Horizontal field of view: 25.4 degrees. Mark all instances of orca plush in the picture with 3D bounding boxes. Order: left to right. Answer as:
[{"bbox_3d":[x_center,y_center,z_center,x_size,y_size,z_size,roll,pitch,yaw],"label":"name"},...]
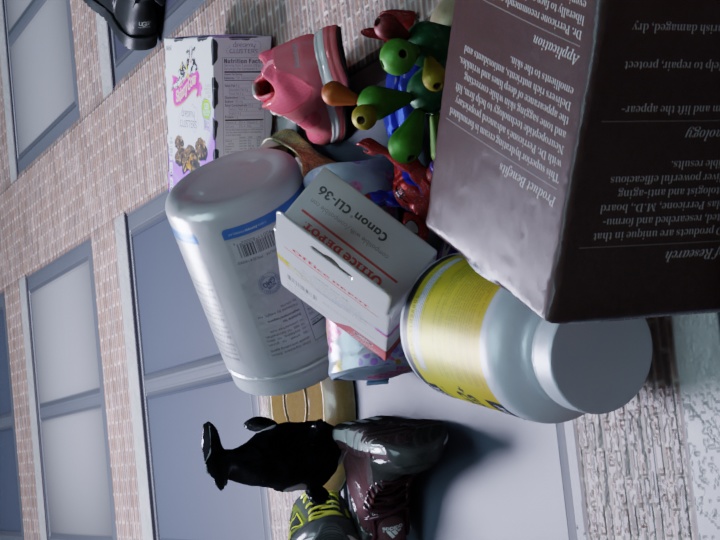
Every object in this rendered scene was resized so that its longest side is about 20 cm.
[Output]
[{"bbox_3d":[-0.066,0.152,1.463,0.071,0.200,0.105,-49,52,19],"label":"orca plush"}]

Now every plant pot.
[{"bbox_3d":[-0.057,0.133,1.633,0.200,0.027,0.201,176,90,-66],"label":"plant pot"}]

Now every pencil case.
[{"bbox_3d":[0.000,0.000,1.421,0.091,0.083,0.201,132,131,-74],"label":"pencil case"}]

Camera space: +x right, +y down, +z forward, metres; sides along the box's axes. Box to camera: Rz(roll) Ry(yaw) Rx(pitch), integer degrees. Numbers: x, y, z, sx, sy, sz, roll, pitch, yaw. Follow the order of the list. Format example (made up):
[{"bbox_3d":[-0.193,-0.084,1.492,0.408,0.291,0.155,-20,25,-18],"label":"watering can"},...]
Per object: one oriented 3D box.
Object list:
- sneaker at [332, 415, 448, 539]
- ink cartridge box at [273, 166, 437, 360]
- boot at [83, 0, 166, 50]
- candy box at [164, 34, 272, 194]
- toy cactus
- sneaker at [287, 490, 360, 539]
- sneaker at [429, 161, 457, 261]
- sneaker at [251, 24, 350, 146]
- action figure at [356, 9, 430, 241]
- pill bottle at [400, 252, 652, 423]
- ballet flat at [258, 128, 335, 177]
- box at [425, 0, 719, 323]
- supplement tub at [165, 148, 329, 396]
[{"bbox_3d":[0.034,0.191,1.400,0.200,0.075,0.116,176,86,-76],"label":"sneaker"},{"bbox_3d":[-0.004,-0.007,1.272,0.116,0.068,0.200,36,167,8],"label":"ink cartridge box"},{"bbox_3d":[-0.300,-0.395,2.048,0.198,0.073,0.163,52,142,40],"label":"boot"},{"bbox_3d":[-0.157,-0.158,1.761,0.168,0.071,0.201,-165,72,-65],"label":"candy box"},{"bbox_3d":[0.055,-0.159,1.242,0.102,0.200,0.166,20,80,30],"label":"toy cactus"},{"bbox_3d":[-0.042,0.246,1.524,0.200,0.074,0.085,114,153,-71],"label":"sneaker"},{"bbox_3d":[0.085,-0.060,1.223,0.081,0.083,0.201,-117,32,-43],"label":"sneaker"},{"bbox_3d":[-0.058,-0.170,1.480,0.200,0.086,0.074,95,166,-74],"label":"sneaker"},{"bbox_3d":[0.013,-0.118,1.365,0.065,0.099,0.201,147,115,-64],"label":"action figure"},{"bbox_3d":[0.116,0.047,1.131,0.200,0.111,0.113,-170,78,-66],"label":"pill bottle"},{"bbox_3d":[-0.073,-0.099,1.591,0.200,0.070,0.071,-145,56,-61],"label":"ballet flat"},{"bbox_3d":[0.155,-0.094,0.963,0.166,0.163,0.201,-137,48,-56],"label":"box"},{"bbox_3d":[-0.091,0.000,1.489,0.132,0.131,0.201,39,150,59],"label":"supplement tub"}]
